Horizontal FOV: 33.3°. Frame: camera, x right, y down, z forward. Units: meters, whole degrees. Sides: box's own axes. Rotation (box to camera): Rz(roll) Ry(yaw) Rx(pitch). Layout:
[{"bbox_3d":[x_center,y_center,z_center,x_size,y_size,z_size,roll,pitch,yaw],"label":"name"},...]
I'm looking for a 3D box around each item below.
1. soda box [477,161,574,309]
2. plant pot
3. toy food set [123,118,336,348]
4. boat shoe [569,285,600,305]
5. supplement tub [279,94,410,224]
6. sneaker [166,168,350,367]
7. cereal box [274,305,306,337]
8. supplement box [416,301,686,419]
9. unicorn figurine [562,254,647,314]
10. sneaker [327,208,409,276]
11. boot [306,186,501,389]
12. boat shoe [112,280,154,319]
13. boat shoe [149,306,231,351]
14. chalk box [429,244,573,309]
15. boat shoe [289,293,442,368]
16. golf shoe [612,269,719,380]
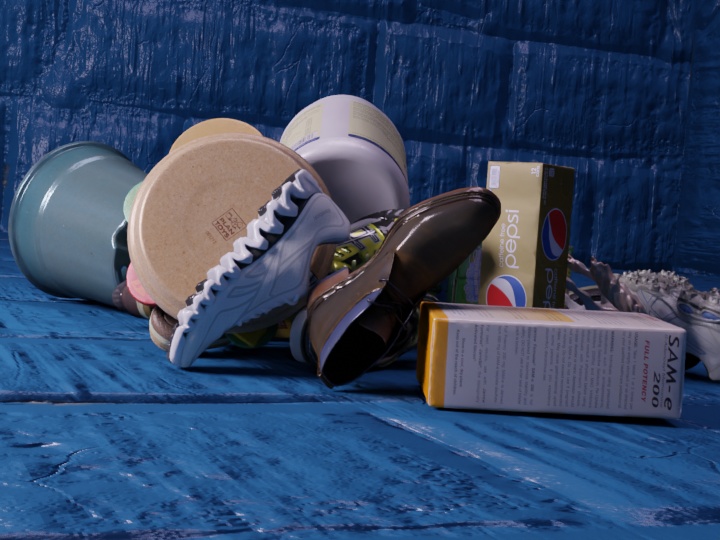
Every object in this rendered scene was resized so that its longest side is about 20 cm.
[{"bbox_3d":[0.159,-0.003,1.167,0.064,0.202,0.067,7,4,37],"label":"soda box"},{"bbox_3d":[-0.285,-0.040,1.442,0.199,0.202,0.195,1,12,-44],"label":"plant pot"},{"bbox_3d":[-0.121,-0.035,1.106,0.199,0.198,0.049,35,-16,8],"label":"toy food set"},{"bbox_3d":[0.339,0.058,1.491,0.199,0.072,0.066,8,-3,-20],"label":"boat shoe"},{"bbox_3d":[-0.021,-0.100,1.292,0.144,0.146,0.200,4,25,-2],"label":"supplement tub"},{"bbox_3d":[-0.087,0.010,1.031,0.081,0.200,0.075,41,-6,-10],"label":"sneaker"},{"bbox_3d":[0.000,0.000,1.296,0.143,0.040,0.200,-2,32,41],"label":"cereal box"},{"bbox_3d":[0.149,0.071,0.981,0.198,0.074,0.126,3,4,-1],"label":"supplement box"},{"bbox_3d":[0.239,0.048,1.257,0.137,0.074,0.200,35,-5,-2],"label":"unicorn figurine"},{"bbox_3d":[-0.001,-0.006,1.152,0.198,0.076,0.077,-8,36,13],"label":"sneaker"},{"bbox_3d":[0.037,0.018,0.972,0.075,0.200,0.097,39,29,-27],"label":"boot"},{"bbox_3d":[-0.200,0.017,1.347,0.065,0.072,0.201,7,8,24],"label":"boat shoe"},{"bbox_3d":[-0.132,0.046,1.176,0.199,0.076,0.072,-20,64,-48],"label":"boat shoe"},{"bbox_3d":[0.125,0.023,1.383,0.198,0.125,0.124,2,5,-23],"label":"chalk box"},{"bbox_3d":[0.021,0.056,1.134,0.060,0.073,0.201,8,11,39],"label":"boat shoe"},{"bbox_3d":[0.328,0.055,1.278,0.078,0.098,0.200,-2,14,-21],"label":"golf shoe"}]
